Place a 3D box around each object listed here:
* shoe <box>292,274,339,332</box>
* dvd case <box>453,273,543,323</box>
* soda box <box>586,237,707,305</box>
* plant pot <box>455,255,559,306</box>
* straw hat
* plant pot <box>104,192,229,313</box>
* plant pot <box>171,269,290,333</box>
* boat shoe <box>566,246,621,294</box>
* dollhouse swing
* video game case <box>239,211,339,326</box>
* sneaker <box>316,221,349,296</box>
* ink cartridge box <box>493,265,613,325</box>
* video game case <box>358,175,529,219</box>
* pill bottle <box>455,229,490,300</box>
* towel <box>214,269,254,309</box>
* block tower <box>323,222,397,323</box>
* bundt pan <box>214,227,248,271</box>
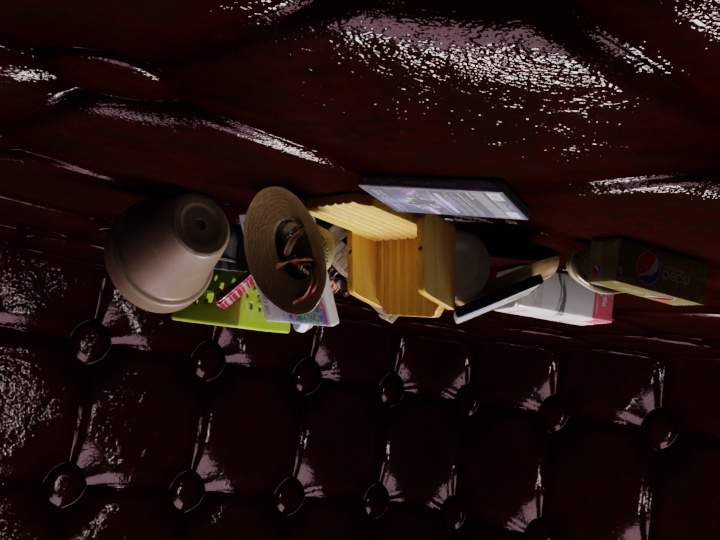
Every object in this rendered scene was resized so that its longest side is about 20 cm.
[{"bbox_3d":[-0.067,0.026,1.664,0.090,0.203,0.071,19,149,-23],"label":"shoe"},{"bbox_3d":[0.217,0.048,1.452,0.141,0.018,0.200,-22,172,3],"label":"dvd case"},{"bbox_3d":[0.445,0.004,1.402,0.198,0.069,0.064,13,171,-30],"label":"soda box"},{"bbox_3d":[0.258,0.026,1.582,0.198,0.028,0.200,-22,172,-3],"label":"plant pot"},{"bbox_3d":[-0.087,-0.035,1.388,0.084,0.204,0.200,-15,-170,-41],"label":"straw hat"},{"bbox_3d":[-0.309,-0.048,1.541,0.198,0.203,0.174,14,152,-36],"label":"plant pot"},{"bbox_3d":[-0.274,0.034,1.998,0.197,0.184,0.199,5,177,30],"label":"plant pot"},{"bbox_3d":[0.400,0.002,1.467,0.198,0.073,0.076,13,-177,-29],"label":"boat shoe"},{"bbox_3d":[0.019,-0.019,1.409,0.174,0.185,0.199,0,179,-37],"label":"dollhouse swing"},{"bbox_3d":[-0.124,-0.005,1.556,0.181,0.203,0.024,1,-161,45],"label":"video game case"},{"bbox_3d":[-0.054,-0.015,1.606,0.198,0.117,0.076,8,152,-33],"label":"sneaker"},{"bbox_3d":[0.376,0.051,1.784,0.197,0.086,0.146,8,173,-11],"label":"ink cartridge box"},{"bbox_3d":[0.114,-0.097,1.217,0.197,0.019,0.143,6,172,25],"label":"video game case"},{"bbox_3d":[0.130,-0.002,1.542,0.113,0.116,0.200,11,172,-16],"label":"pill bottle"},{"bbox_3d":[-0.206,0.003,1.801,0.023,0.199,0.145,49,174,3],"label":"towel"},{"bbox_3d":[0.000,0.000,1.568,0.200,0.058,0.054,48,172,-19],"label":"block tower"},{"bbox_3d":[-0.308,-0.053,1.811,0.199,0.077,0.202,8,173,1],"label":"bundt pan"}]
